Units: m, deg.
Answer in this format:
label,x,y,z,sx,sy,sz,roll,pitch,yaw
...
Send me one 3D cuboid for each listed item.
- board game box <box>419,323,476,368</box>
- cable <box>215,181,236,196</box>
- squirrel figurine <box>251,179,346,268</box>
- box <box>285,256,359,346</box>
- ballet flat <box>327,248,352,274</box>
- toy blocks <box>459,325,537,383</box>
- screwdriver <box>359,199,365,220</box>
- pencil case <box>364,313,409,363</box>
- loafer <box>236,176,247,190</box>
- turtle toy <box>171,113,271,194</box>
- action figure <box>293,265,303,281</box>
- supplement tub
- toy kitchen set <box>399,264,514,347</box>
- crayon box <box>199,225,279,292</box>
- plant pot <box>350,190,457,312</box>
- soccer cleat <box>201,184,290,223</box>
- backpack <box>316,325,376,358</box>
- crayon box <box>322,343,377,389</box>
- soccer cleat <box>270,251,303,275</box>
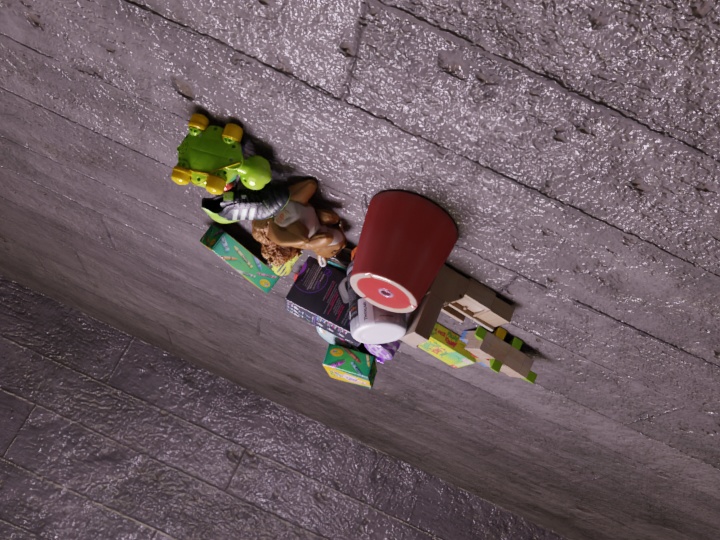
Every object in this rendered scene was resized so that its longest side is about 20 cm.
label,x,y,z,sx,sy,sz,roll,pitch,yaw
board game box,0.209,0.191,1.726,0.199,0.048,0.102,31,155,-13
cable,-0.334,-0.168,1.512,0.097,0.051,0.200,31,153,-12
squirrel figurine,-0.131,-0.082,1.404,0.199,0.142,0.186,-12,157,27
box,-0.063,0.074,1.494,0.199,0.123,0.106,27,162,2
ballet flat,0.000,0.000,1.517,0.200,0.069,0.068,38,154,-27
toy blocks,0.335,0.211,1.621,0.199,0.100,0.137,32,166,-13
screwdriver,0.016,-0.096,1.374,0.028,0.029,0.200,16,150,19
pencil case,0.085,0.117,1.527,0.084,0.200,0.086,28,159,18
loafer,-0.223,-0.139,1.446,0.070,0.070,0.200,9,151,31
turtle toy,-0.276,-0.218,1.284,0.199,0.147,0.101,17,175,9
action figure,-0.152,0.042,1.763,0.065,0.052,0.200,16,149,5
supplement tub,0.033,0.048,1.389,0.122,0.201,0.123,-4,154,-2
toy kitchen set,0.201,0.125,1.448,0.199,0.181,0.163,30,156,-10
crayon box,-0.321,-0.030,1.703,0.200,0.058,0.119,43,170,-31
plant pot,0.076,-0.027,1.270,0.199,0.178,0.201,19,155,10
soccer cleat,-0.239,-0.140,1.325,0.199,0.068,0.081,-11,157,25
backpack,-0.028,0.118,1.644,0.150,0.178,0.200,1,154,38
crayon box,-0.023,0.246,1.632,0.118,0.059,0.200,15,164,8
soccer cleat,-0.186,-0.035,1.628,0.083,0.065,0.200,10,155,5
